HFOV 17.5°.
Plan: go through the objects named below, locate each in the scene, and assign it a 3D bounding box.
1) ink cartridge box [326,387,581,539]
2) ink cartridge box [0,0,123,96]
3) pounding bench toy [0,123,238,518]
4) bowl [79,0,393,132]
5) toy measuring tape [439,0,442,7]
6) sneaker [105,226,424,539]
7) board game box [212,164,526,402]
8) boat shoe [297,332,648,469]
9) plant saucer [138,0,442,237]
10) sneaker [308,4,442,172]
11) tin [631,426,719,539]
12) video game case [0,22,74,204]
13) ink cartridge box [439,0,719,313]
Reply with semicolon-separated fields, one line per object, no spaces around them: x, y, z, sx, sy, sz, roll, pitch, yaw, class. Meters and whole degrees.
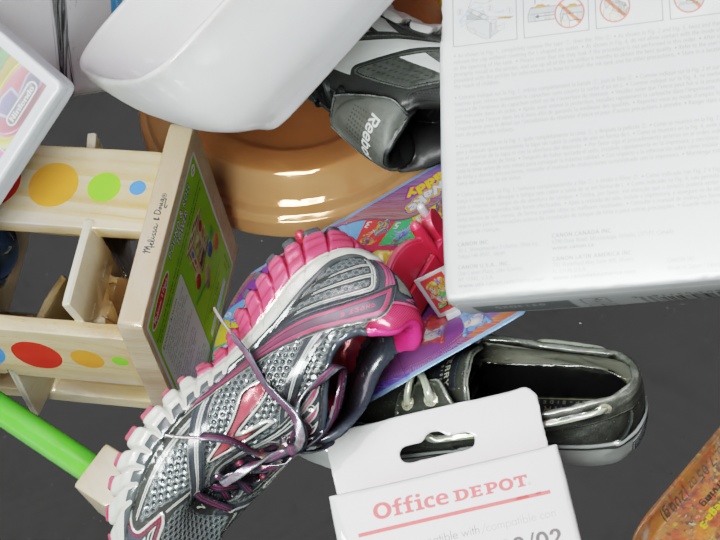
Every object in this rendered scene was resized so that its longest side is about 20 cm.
0.053;0.156;1.115;0.115;0.068;0.201;-13;75;1;ink cartridge box
-0.227;-0.135;1.289;0.146;0.200;0.086;3;98;21;ink cartridge box
-0.169;0.034;1.228;0.155;0.124;0.201;4;59;12;pounding bench toy
-0.043;-0.149;1.196;0.200;0.075;0.200;-50;20;-6;bowl
0.062;-0.144;1.308;0.199;0.074;0.074;11;56;-17;toy measuring tape
-0.051;0.075;1.141;0.075;0.081;0.200;40;98;35;sneaker
0.000;0.000;1.224;0.200;0.039;0.158;-30;35;5;board game box
0.048;0.061;1.210;0.199;0.064;0.071;-2;59;9;boat shoe
-0.034;-0.112;1.349;0.199;0.038;0.201;-5;57;7;plant saucer
0.006;-0.100;1.270;0.199;0.067;0.091;13;54;15;sneaker
0.216;0.125;1.158;0.112;0.042;0.200;33;69;30;tin
-0.253;-0.094;1.180;0.200;0.018;0.143;40;105;18;video game case
0.118;-0.084;1.130;0.162;0.050;0.201;-5;77;22;ink cartridge box
